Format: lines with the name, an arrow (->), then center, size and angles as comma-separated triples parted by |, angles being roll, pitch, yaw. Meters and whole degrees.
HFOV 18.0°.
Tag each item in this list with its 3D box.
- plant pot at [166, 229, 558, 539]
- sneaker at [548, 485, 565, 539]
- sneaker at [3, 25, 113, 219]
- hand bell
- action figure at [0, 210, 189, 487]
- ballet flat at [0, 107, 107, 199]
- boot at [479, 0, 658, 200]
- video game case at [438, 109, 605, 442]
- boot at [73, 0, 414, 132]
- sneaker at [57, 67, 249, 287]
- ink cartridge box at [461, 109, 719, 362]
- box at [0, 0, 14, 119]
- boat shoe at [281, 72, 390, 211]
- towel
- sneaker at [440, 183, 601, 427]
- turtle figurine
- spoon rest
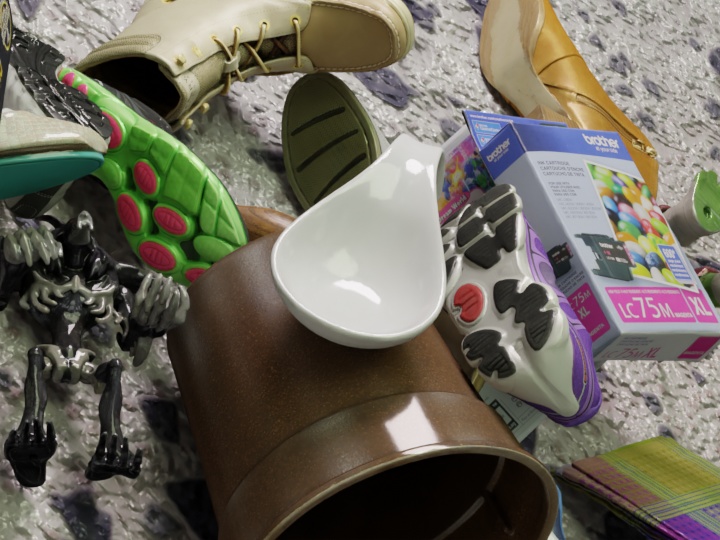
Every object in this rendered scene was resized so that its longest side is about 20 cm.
plant pot -> -0.013, 0.094, 1.336 | 0.200, 0.200, 0.198 | 12, 39, -39
sneaker -> 0.075, 0.145, 1.451 | 0.082, 0.074, 0.200 | -27, 84, -34
sneaker -> -0.218, -0.102, 1.394 | 0.074, 0.079, 0.200 | 23, 18, -32
hand bell -> 0.000, 0.000, 1.470 | 0.200, 0.104, 0.104 | 24, 34, 10
action figure -> -0.161, 0.026, 1.318 | 0.119, 0.102, 0.200 | 12, 47, -22
ballet flat -> -0.243, -0.064, 1.273 | 0.200, 0.067, 0.062 | -16, 76, -12
boot -> 0.175, -0.141, 1.867 | 0.144, 0.071, 0.201 | 25, 43, -36
video game case -> 0.072, 0.022, 1.521 | 0.200, 0.024, 0.182 | -42, 87, -13
boot -> -0.078, -0.145, 1.530 | 0.200, 0.073, 0.155 | 10, 32, 19
sneaker -> -0.127, -0.062, 1.435 | 0.200, 0.077, 0.084 | 46, 22, 29
ink cartridge box -> 0.153, -0.031, 1.498 | 0.119, 0.042, 0.200 | 2, 52, -46
box -> -0.297, -0.090, 1.242 | 0.200, 0.049, 0.161 | -3, 48, 3
boat shoe -> 0.009, -0.047, 1.596 | 0.068, 0.075, 0.200 | 8, 53, -63
towel -> 0.244, 0.175, 1.577 | 0.200, 0.023, 0.144 | 32, 23, 32
sneaker -> 0.091, 0.026, 1.360 | 0.083, 0.081, 0.200 | 46, 17, -34
turtle figurine -> 0.206, -0.011, 1.635 | 0.200, 0.194, 0.144 | -6, 79, -45
spoon rest -> 0.011, -0.022, 1.300 | 0.099, 0.061, 0.200 | 21, 34, 3
